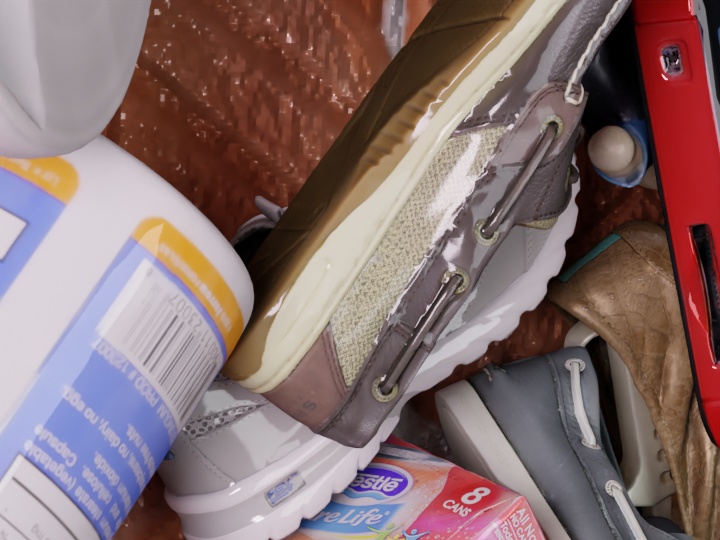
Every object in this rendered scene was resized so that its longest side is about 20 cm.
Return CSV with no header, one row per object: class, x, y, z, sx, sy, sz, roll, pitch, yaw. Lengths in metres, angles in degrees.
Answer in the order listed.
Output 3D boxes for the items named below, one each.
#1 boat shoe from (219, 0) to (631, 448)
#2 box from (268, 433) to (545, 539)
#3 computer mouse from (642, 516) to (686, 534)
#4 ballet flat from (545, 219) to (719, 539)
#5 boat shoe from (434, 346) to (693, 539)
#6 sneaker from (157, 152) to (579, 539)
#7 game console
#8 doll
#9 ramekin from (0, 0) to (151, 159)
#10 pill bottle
boat shoe,0.034,-0.035,0.842,0.065,0.073,0.200,40,87,-18
box,0.027,0.163,0.916,0.095,0.103,0.200,-36,119,-22
computer mouse,0.101,0.180,1.011,0.059,0.034,0.200,-12,113,-29
ballet flat,0.108,0.080,1.020,0.072,0.068,0.200,-21,112,-17
boat shoe,0.095,0.102,0.917,0.062,0.200,0.073,-26,143,-11
sneaker,0.000,0.000,0.893,0.200,0.075,0.082,-48,118,-32
game console,0.142,-0.045,0.993,0.177,0.031,0.200,-42,124,-63
doll,0.078,-0.096,0.955,0.200,0.048,0.137,49,34,-44
ramekin,-0.123,-0.126,0.696,0.202,0.094,0.203,-2,90,-78
pill bottle,-0.125,0.059,0.761,0.112,0.112,0.200,48,65,-36
